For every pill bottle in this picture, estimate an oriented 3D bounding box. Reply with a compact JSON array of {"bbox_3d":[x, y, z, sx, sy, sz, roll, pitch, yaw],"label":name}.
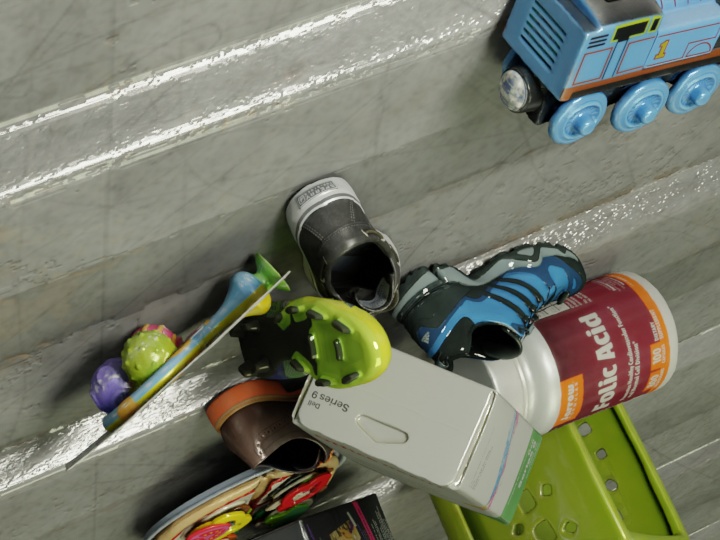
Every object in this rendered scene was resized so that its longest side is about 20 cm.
[{"bbox_3d":[0.171,0.079,1.628,0.199,0.115,0.114,-17,153,-30],"label":"pill bottle"}]

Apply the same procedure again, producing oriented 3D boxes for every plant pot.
[{"bbox_3d":[0.183,0.224,1.833,0.181,0.201,0.199,-32,158,21],"label":"plant pot"}]

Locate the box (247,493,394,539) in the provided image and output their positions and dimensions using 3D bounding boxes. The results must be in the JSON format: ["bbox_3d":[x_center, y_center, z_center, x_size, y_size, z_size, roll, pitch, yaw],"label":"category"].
[{"bbox_3d":[-0.049,0.284,1.700,0.122,0.107,0.200,-25,171,19],"label":"box"}]

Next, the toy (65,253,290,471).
[{"bbox_3d":[-0.138,0.057,1.288,0.200,0.047,0.115,-38,-179,-9],"label":"toy"}]

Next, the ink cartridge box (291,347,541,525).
[{"bbox_3d":[0.049,0.125,1.458,0.088,0.144,0.200,-67,159,-6],"label":"ink cartridge box"}]

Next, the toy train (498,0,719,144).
[{"bbox_3d":[0.181,-0.155,1.234,0.199,0.087,0.115,-16,146,-31],"label":"toy train"}]

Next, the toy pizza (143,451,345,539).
[{"bbox_3d":[-0.098,0.211,1.624,0.199,0.032,0.200,-25,165,-7],"label":"toy pizza"}]

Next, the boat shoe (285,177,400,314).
[{"bbox_3d":[0.000,0.000,1.334,0.070,0.067,0.200,-29,156,-4],"label":"boat shoe"}]

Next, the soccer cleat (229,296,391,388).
[{"bbox_3d":[-0.022,0.045,1.313,0.083,0.065,0.200,-15,-175,-27],"label":"soccer cleat"}]

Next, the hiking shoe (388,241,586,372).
[{"bbox_3d":[0.114,0.037,1.514,0.199,0.087,0.075,-13,150,-36],"label":"hiking shoe"}]

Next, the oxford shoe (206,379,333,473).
[{"bbox_3d":[-0.045,0.137,1.535,0.199,0.073,0.071,2,140,-51],"label":"oxford shoe"}]
